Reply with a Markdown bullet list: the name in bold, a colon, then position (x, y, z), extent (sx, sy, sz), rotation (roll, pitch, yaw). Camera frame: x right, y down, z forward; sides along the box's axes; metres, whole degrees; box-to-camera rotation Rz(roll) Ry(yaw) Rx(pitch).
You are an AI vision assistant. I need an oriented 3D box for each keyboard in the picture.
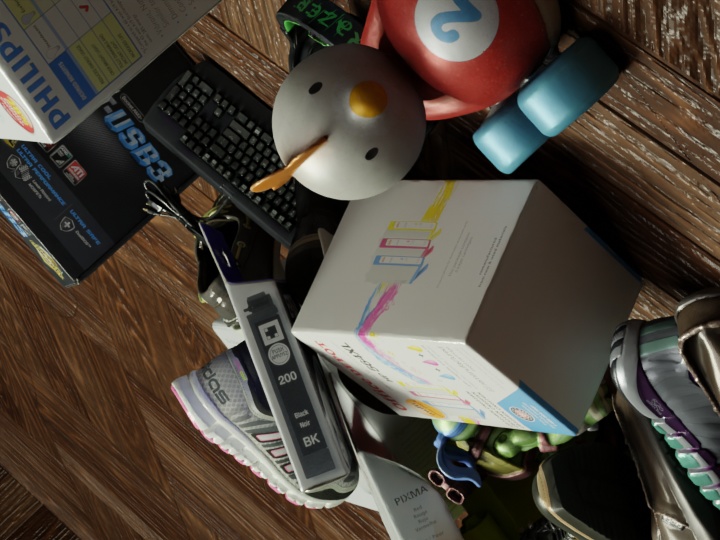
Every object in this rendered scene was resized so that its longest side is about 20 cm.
- **keyboard**: position (-0.100, -0.068, 1.920), extent (0.200, 0.127, 0.021), rotation (39, -175, 22)

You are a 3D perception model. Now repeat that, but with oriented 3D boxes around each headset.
- **headset**: position (0.000, -0.115, 1.644), extent (0.123, 0.094, 0.200), rotation (37, 175, 29)

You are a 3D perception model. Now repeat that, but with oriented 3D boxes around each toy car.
- **toy car**: position (0.015, -0.111, 1.455), extent (0.184, 0.200, 0.177), rotation (47, 162, -1)

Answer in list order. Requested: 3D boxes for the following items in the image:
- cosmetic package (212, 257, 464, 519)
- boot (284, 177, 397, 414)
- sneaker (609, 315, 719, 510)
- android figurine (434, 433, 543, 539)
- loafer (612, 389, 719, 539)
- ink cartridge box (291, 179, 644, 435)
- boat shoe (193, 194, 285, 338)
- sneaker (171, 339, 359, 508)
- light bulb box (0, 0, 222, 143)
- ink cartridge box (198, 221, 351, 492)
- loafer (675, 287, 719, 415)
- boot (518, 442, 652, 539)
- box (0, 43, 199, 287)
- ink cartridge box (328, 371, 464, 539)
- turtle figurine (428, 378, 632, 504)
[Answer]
- **cosmetic package**: position (0.011, 0.089, 1.989), extent (0.200, 0.123, 0.199), rotation (54, 161, -20)
- **boot**: position (0.000, 0.000, 1.811), extent (0.200, 0.073, 0.151), rotation (53, -157, -41)
- **sneaker**: position (0.248, 0.096, 1.572), extent (0.087, 0.075, 0.200), rotation (-21, 132, 34)
- **android figurine**: position (0.135, 0.187, 1.869), extent (0.041, 0.182, 0.200), rotation (-29, 103, 31)
- **loafer**: position (0.217, 0.158, 1.647), extent (0.071, 0.073, 0.201), rotation (-42, 59, 38)
- **ink cartridge box**: position (0.063, 0.023, 1.634), extent (0.199, 0.126, 0.128), rotation (1, 150, 48)
- **boat shoe**: position (-0.105, -0.022, 2.001), extent (0.060, 0.072, 0.202), rotation (37, -161, -24)
- **sneaker**: position (-0.055, 0.118, 1.893), extent (0.200, 0.087, 0.074), rotation (38, -163, -38)
- **light bulb box**: position (-0.228, -0.230, 1.755), extent (0.199, 0.200, 0.125), rotation (55, 160, -21)
- **ink cartridge box**: position (-0.057, 0.055, 1.736), extent (0.198, 0.043, 0.201), rotation (33, -145, -89)
- **loafer**: position (0.260, 0.092, 1.472), extent (0.073, 0.071, 0.200), rotation (-25, 118, 36)
- **boot**: position (0.147, 0.184, 1.715), extent (0.138, 0.078, 0.200), rotation (-22, 153, 33)
- **box**: position (-0.228, -0.124, 1.971), extent (0.200, 0.198, 0.050), rotation (51, 163, -9)
- **ink cartridge box**: position (0.041, 0.183, 1.827), extent (0.162, 0.050, 0.201), rotation (75, 173, -64)
- **turtle figurine**: position (0.141, 0.087, 1.778), extent (0.143, 0.201, 0.194), rotation (-9, 152, 35)
